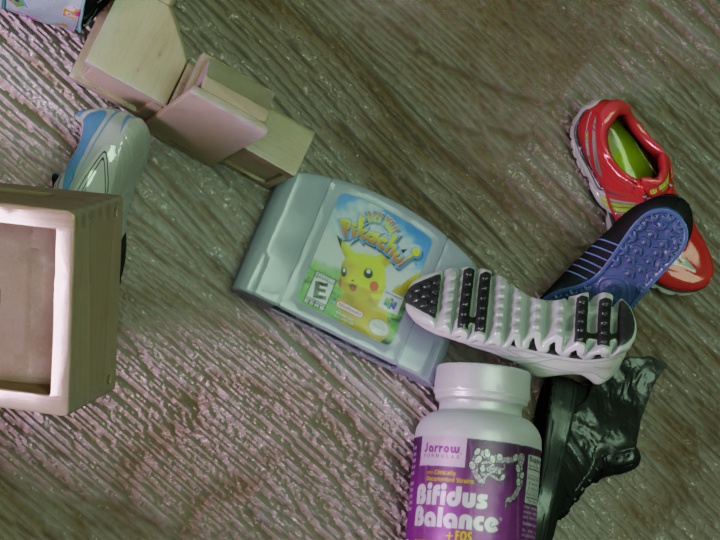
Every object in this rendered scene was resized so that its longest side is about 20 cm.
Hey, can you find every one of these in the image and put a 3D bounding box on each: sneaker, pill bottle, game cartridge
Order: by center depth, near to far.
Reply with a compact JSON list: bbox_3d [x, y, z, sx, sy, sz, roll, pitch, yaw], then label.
[{"bbox_3d":[-0.231,-0.037,1.701,0.072,0.072,0.202,14,85,26],"label":"sneaker"},{"bbox_3d":[0.097,0.183,1.746,0.111,0.112,0.202,8,80,-17],"label":"pill bottle"},{"bbox_3d":[0.134,0.054,1.760,0.198,0.081,0.076,13,55,5],"label":"sneaker"},{"bbox_3d":[0.000,0.000,1.782,0.199,0.040,0.134,26,71,-13],"label":"game cartridge"},{"bbox_3d":[0.219,0.010,1.810,0.070,0.078,0.200,47,112,-1],"label":"sneaker"},{"bbox_3d":[0.203,0.166,1.811,0.103,0.060,0.202,14,75,-11],"label":"sneaker"},{"bbox_3d":[0.258,-0.065,1.849,0.077,0.085,0.201,-35,94,-19],"label":"sneaker"}]

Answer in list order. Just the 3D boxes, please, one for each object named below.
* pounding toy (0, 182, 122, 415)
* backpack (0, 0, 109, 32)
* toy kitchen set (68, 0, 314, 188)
[{"bbox_3d":[-0.291,-0.002,1.618,0.198,0.142,0.186,6,100,15],"label":"pounding toy"},{"bbox_3d":[-0.248,-0.301,1.669,0.152,0.176,0.202,10,86,-11],"label":"backpack"},{"bbox_3d":[-0.104,-0.198,1.700,0.199,0.163,0.182,29,76,-15],"label":"toy kitchen set"}]
